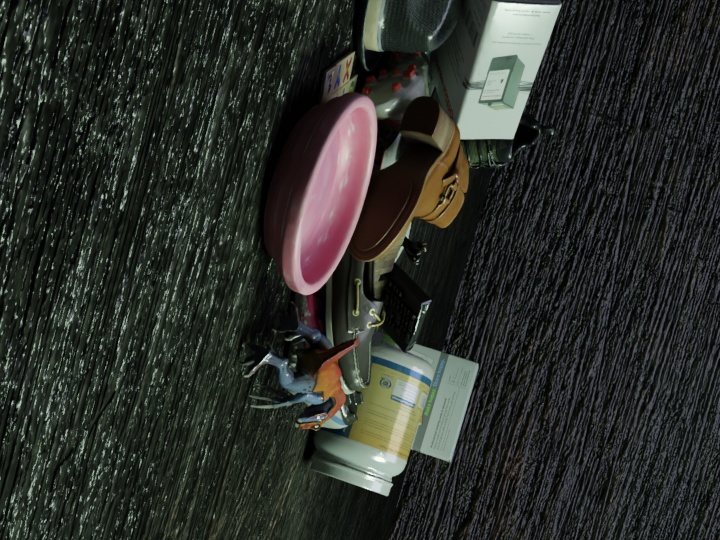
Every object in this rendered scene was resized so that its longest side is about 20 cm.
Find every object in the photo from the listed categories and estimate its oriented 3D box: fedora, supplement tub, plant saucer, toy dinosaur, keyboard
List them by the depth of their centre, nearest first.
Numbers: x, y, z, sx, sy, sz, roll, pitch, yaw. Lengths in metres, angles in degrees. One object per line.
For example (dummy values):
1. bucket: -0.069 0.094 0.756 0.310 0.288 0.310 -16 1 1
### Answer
1. plant saucer: -0.042 -0.079 1.100 0.200 0.050 0.204 19 89 -77
2. toy dinosaur: -0.050 0.121 1.166 0.106 0.199 0.182 -55 134 -12
3. fedora: 0.065 -0.307 1.219 0.200 0.090 0.204 17 90 -80
4. keyboard: 0.030 0.000 1.378 0.200 0.020 0.129 45 -57 50
5. supplement tub: 0.014 0.214 1.642 0.145 0.143 0.203 65 43 -75

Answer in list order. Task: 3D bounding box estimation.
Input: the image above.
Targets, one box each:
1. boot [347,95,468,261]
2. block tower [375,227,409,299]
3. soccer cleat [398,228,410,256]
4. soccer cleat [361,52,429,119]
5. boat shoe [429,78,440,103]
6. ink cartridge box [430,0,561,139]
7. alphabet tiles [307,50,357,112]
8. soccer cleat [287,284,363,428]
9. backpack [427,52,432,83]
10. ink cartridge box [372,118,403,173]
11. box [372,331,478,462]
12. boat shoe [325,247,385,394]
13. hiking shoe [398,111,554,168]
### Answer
1. boot: 0.060 -0.080 1.266 0.203 0.076 0.155 -70 155 -13
2. block tower: 0.000 0.000 1.348 0.054 0.058 0.202 -13 134 -42
3. soccer cleat: 0.017 -0.023 1.508 0.078 0.068 0.203 28 82 -77
4. soccer cleat: 0.049 -0.204 1.311 0.200 0.068 0.079 -60 143 -61
5. boat shoe: 0.103 -0.168 1.458 0.073 0.061 0.203 -6 111 -78
6. ink cartridge box: 0.151 -0.274 1.304 0.201 0.083 0.148 105 -20 -49
7. alphabet tiles: -0.040 -0.126 1.189 0.167 0.006 0.203 -55 159 -63
8. soccer cleat: -0.060 0.102 1.301 0.070 0.085 0.203 -67 146 -58
9. backpack: 0.162 -0.308 1.583 0.176 0.151 0.203 50 47 -75
10. ink cartridge box: 0.030 -0.151 1.415 0.200 0.050 0.110 -57 161 -56
11. box: 0.068 0.191 1.741 0.041 0.197 0.158 69 39 -72
12. boat shoe: -0.004 0.035 1.256 0.072 0.060 0.205 3 81 -73
13. hiking shoe: 0.141 -0.161 1.381 0.198 0.100 0.077 -24 113 -25
